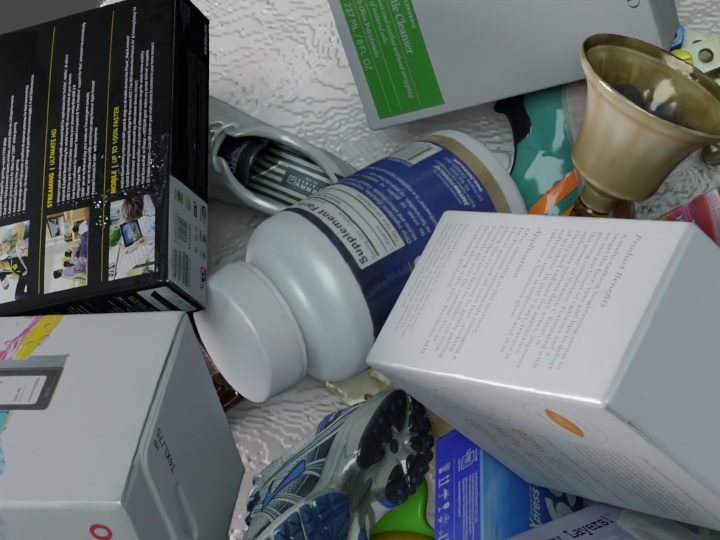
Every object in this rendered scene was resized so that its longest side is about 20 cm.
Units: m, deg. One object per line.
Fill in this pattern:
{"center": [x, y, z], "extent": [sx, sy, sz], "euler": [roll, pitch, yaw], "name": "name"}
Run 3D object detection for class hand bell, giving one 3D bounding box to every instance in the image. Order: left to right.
{"center": [0.138, -0.031, 1.031], "extent": [0.104, 0.104, 0.200], "euler": [33, 121, 13], "name": "hand bell"}

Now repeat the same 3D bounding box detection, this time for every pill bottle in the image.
{"center": [0.000, 0.000, 1.057], "extent": [0.200, 0.111, 0.111], "euler": [-29, 75, -26], "name": "pill bottle"}

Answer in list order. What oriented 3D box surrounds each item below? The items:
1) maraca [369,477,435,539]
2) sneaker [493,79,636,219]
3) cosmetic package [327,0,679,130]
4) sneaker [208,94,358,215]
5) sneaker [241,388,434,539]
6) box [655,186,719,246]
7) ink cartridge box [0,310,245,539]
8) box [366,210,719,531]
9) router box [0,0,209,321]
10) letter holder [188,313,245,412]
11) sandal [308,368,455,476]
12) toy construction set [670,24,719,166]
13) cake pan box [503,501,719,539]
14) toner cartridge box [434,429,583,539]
{"center": [0.019, 0.215, 1.055], "extent": [0.137, 0.107, 0.200], "euler": [-29, 65, 5], "name": "maraca"}
{"center": [0.134, -0.028, 1.108], "extent": [0.080, 0.071, 0.201], "euler": [-10, 83, 27], "name": "sneaker"}
{"center": [0.092, -0.170, 1.085], "extent": [0.200, 0.085, 0.108], "euler": [-13, 109, 23], "name": "cosmetic package"}
{"center": [-0.090, -0.082, 1.143], "extent": [0.200, 0.071, 0.073], "euler": [17, 82, 11], "name": "sneaker"}
{"center": [-0.034, 0.154, 1.024], "extent": [0.200, 0.085, 0.077], "euler": [-48, 117, -39], "name": "sneaker"}
{"center": [0.255, 0.049, 1.033], "extent": [0.102, 0.095, 0.200], "euler": [-13, 79, -32], "name": "box"}
{"center": [-0.189, 0.125, 0.981], "extent": [0.199, 0.147, 0.146], "euler": [-2, 43, 14], "name": "ink cartridge box"}
{"center": [0.131, 0.052, 0.929], "extent": [0.200, 0.152, 0.107], "euler": [6, 63, 54], "name": "box"}
{"center": [-0.167, -0.062, 1.037], "extent": [0.149, 0.051, 0.201], "euler": [-11, 64, 21], "name": "router box"}
{"center": [-0.189, 0.035, 1.122], "extent": [0.142, 0.101, 0.200], "euler": [-37, 76, 2], "name": "letter holder"}
{"center": [0.033, 0.078, 1.095], "extent": [0.211, 0.070, 0.078], "euler": [30, 85, 12], "name": "sandal"}
{"center": [0.292, -0.119, 1.091], "extent": [0.200, 0.092, 0.131], "euler": [-13, 77, 17], "name": "toy construction set"}
{"center": [0.180, 0.187, 0.924], "extent": [0.184, 0.200, 0.052], "euler": [22, 112, 41], "name": "cake pan box"}
{"center": [0.090, 0.190, 1.005], "extent": [0.043, 0.095, 0.200], "euler": [-36, 34, 34], "name": "toner cartridge box"}
